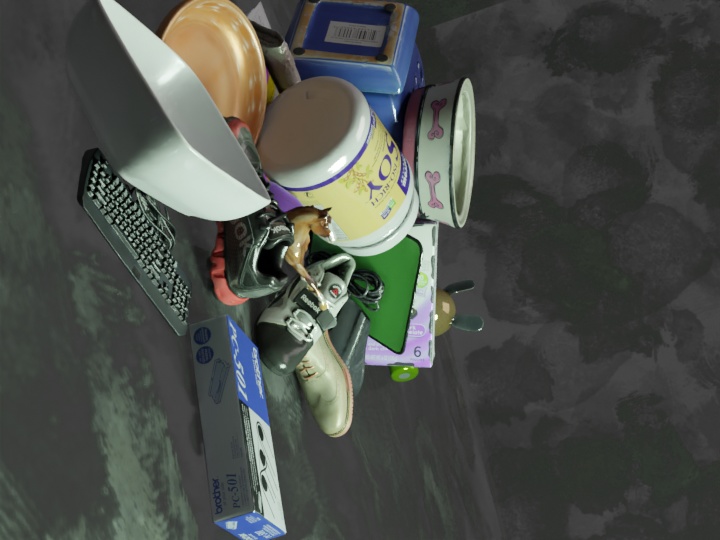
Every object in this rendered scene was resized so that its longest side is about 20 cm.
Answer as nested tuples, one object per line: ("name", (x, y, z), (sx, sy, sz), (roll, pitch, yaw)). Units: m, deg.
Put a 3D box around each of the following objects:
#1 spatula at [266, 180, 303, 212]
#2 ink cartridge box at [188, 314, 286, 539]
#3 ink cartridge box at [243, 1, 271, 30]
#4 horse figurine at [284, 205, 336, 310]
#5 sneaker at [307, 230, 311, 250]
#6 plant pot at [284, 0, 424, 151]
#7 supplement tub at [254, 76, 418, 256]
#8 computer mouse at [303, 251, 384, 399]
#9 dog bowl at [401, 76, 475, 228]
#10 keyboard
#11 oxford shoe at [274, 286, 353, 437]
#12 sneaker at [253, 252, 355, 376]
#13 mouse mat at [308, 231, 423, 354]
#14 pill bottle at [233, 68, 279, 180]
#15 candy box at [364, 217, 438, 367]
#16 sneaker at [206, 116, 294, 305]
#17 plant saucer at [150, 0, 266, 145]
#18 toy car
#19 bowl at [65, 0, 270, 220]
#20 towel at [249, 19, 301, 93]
("spatula", (-0.108, -0.061, 1.373), (0.056, 0.021, 0.200), (34, -16, -5))
("ink cartridge box", (-0.120, 0.154, 1.114), (0.094, 0.044, 0.201), (59, 17, -60))
("ink cartridge box", (-0.151, -0.300, 1.704), (0.200, 0.057, 0.163), (-94, 165, -69))
("horse figurine", (-0.100, -0.035, 1.301), (0.199, 0.050, 0.133), (24, -36, 39))
("sneaker", (-0.088, -0.063, 1.581), (0.200, 0.069, 0.100), (-88, 161, -60))
("plant pot", (-0.015, -0.256, 1.567), (0.180, 0.199, 0.201), (90, 10, -47))
("supplement tub", (-0.023, -0.118, 1.366), (0.200, 0.145, 0.146), (49, 25, -52))
("computer mouse", (-0.038, 0.084, 1.507), (0.053, 0.138, 0.201), (-14, 118, -43))
("dog bowl", (0.105, -0.158, 1.539), (0.200, 0.073, 0.202), (3, 90, -76))
("keyboard", (-0.192, -0.036, 1.050), (0.200, 0.039, 0.105), (64, 14, -47))
("oxford shoe", (-0.067, 0.115, 1.452), (0.074, 0.071, 0.201), (5, 62, -57))
("sneaker", (-0.062, 0.042, 1.380), (0.074, 0.088, 0.200), (43, 39, -14))
("mouse mat", (0.000, 0.000, 1.487), (0.200, 0.008, 0.162), (32, -58, 39))
("pill bottle", (-0.132, -0.168, 1.411), (0.200, 0.104, 0.105), (62, 14, -45))
("candy box", (0.021, 0.026, 1.591), (0.072, 0.167, 0.201), (-53, 144, -78))
("sneaker", (-0.115, -0.064, 1.216), (0.071, 0.097, 0.202), (-9, 97, -58))
("plant saucer", (-0.170, -0.192, 1.231), (0.200, 0.037, 0.202), (-18, 111, -59))
("toy car", (0.125, 0.087, 2.124), (0.158, 0.199, 0.165), (57, 19, -57))
("bowl", (-0.182, -0.133, 1.039), (0.200, 0.074, 0.200), (58, 11, 22))
("towel", (-0.136, -0.261, 1.441), (0.200, 0.034, 0.133), (31, -21, 39))
